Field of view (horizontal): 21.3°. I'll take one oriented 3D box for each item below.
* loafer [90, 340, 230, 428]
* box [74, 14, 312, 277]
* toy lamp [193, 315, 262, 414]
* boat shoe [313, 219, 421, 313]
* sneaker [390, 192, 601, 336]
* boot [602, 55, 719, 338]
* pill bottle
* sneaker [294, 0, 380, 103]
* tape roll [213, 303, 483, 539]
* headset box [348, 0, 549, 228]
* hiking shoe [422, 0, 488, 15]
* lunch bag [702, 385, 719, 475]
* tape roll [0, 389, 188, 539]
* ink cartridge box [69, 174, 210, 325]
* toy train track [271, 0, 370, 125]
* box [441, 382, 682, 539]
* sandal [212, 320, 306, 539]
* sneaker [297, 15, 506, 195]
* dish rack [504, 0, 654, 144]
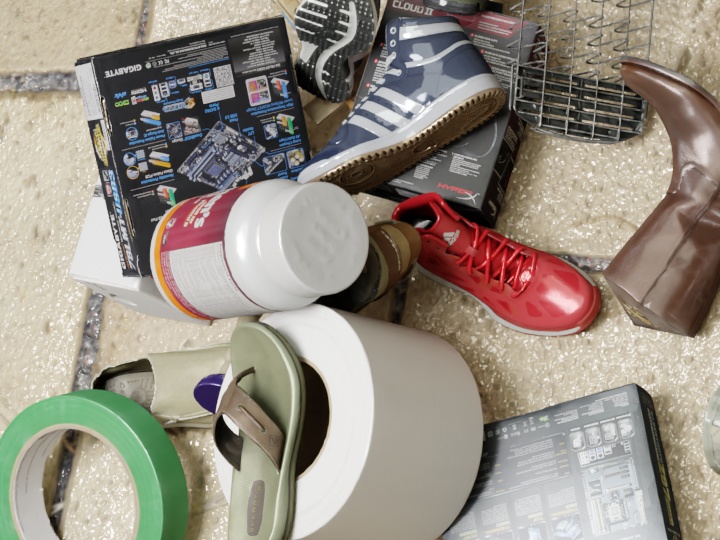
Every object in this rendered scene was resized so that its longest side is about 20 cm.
[{"bbox_3d":[-0.169,0.111,1.805,0.198,0.068,0.076,-15,69,21],"label":"loafer"},{"bbox_3d":[-0.141,-0.113,1.732,0.050,0.199,0.201,5,110,60],"label":"box"},{"bbox_3d":[-0.101,0.040,1.769,0.058,0.058,0.201,1,50,25],"label":"toy lamp"},{"bbox_3d":[0.000,0.000,1.697,0.073,0.200,0.076,-25,93,-22],"label":"boat shoe"},{"bbox_3d":[0.108,-0.005,1.681,0.199,0.115,0.079,19,83,29],"label":"sneaker"},{"bbox_3d":[0.253,-0.062,1.650,0.186,0.064,0.201,34,94,18],"label":"boot"},{"bbox_3d":[-0.086,-0.018,1.619,0.199,0.109,0.111,-9,68,54],"label":"pill bottle"},{"bbox_3d":[-0.018,-0.229,1.734,0.073,0.200,0.081,25,70,-2],"label":"sneaker"},{"bbox_3d":[-0.012,0.138,1.648,0.202,0.138,0.205,-15,68,42],"label":"tape roll"},{"bbox_3d":[0.079,-0.158,1.752,0.147,0.075,0.202,15,81,17],"label":"headset box"},{"bbox_3d":[0.113,-0.315,1.743,0.075,0.101,0.201,14,40,9],"label":"hiking shoe"},{"bbox_3d":[0.364,0.141,1.467,0.163,0.200,0.119,21,84,29],"label":"lunch bag"},{"bbox_3d":[-0.255,0.214,1.791,0.199,0.048,0.203,3,96,27],"label":"tape roll"},{"bbox_3d":[-0.181,-0.063,1.820,0.084,0.144,0.202,11,80,27],"label":"ink cartridge box"},{"bbox_3d":[-0.028,-0.210,1.847,0.114,0.033,0.200,-39,72,-3],"label":"toy train track"},{"bbox_3d":[0.164,0.199,1.629,0.198,0.051,0.159,-18,65,20],"label":"box"},{"bbox_3d":[-0.090,0.139,1.584,0.079,0.057,0.203,-15,69,43],"label":"sandal"},{"bbox_3d":[0.020,-0.148,1.689,0.199,0.070,0.109,-28,69,9],"label":"sneaker"},{"bbox_3d":[0.192,-0.213,1.696,0.054,0.152,0.202,172,104,-66],"label":"dish rack"}]
